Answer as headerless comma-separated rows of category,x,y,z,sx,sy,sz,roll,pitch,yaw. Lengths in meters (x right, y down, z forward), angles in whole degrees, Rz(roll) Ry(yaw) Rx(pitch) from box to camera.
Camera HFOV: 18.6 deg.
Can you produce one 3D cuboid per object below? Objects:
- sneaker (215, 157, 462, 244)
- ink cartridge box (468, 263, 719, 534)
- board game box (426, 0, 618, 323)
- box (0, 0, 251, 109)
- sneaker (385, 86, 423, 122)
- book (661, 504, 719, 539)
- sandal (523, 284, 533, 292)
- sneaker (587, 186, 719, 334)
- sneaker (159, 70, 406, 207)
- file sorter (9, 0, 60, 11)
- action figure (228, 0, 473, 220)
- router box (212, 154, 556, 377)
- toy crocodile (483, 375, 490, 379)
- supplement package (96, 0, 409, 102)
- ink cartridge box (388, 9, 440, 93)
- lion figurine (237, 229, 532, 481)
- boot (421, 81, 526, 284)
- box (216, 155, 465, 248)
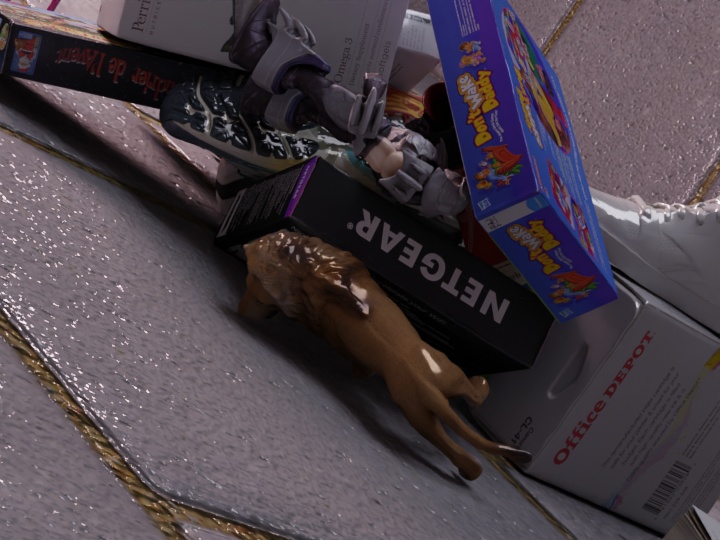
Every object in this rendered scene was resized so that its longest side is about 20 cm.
sneaker,-0.017,-0.051,1.663,0.198,0.081,0.074,20,10,-5
ink cartridge box,0.196,0.092,1.575,0.199,0.148,0.086,28,11,-41
board game box,0.105,-0.084,1.446,0.135,0.044,0.201,48,24,-47
box,-0.175,-0.151,1.590,0.198,0.038,0.136,11,10,-24
sneaker,0.032,-0.104,1.738,0.199,0.074,0.077,23,-22,-25
book,0.299,0.252,1.473,0.199,0.048,0.134,33,13,-24
sandal,0.155,0.036,1.630,0.199,0.080,0.087,16,32,-43
sneaker,0.233,-0.037,1.540,0.199,0.116,0.074,30,12,-20
sneaker,-0.053,-0.071,1.540,0.198,0.087,0.078,16,41,-20
file sorter,-0.317,-0.279,1.689,0.200,0.126,0.139,41,11,33
action figure,0.002,-0.095,1.426,0.199,0.070,0.130,36,-7,25
router box,0.015,0.004,1.483,0.199,0.051,0.149,32,-17,-18
toy crocodile,0.088,0.036,1.727,0.061,0.068,0.200,29,11,-28
supplement package,-0.074,-0.200,1.557,0.198,0.118,0.117,12,8,-16
ink cartridge box,-0.058,-0.170,1.728,0.198,0.041,0.199,12,-20,-18
lion figurine,0.016,0.048,1.359,0.199,0.073,0.123,32,-8,34
boot,0.088,-0.074,1.579,0.200,0.072,0.145,-68,134,-79
box,0.002,-0.075,1.824,0.198,0.050,0.198,8,16,-30
